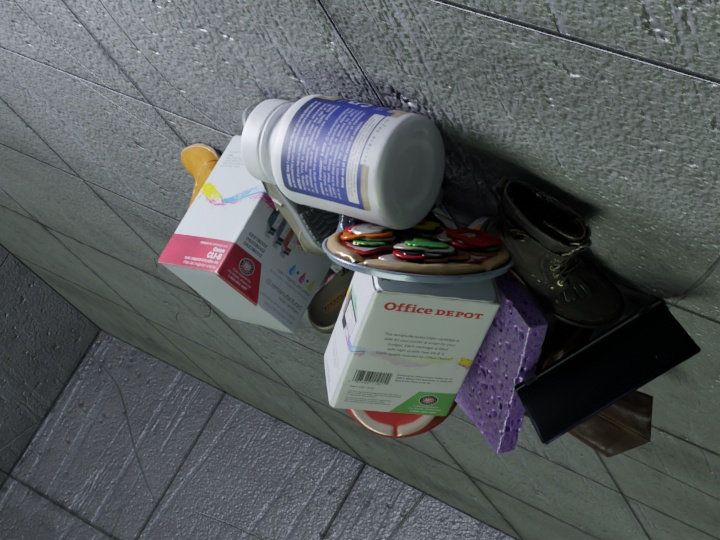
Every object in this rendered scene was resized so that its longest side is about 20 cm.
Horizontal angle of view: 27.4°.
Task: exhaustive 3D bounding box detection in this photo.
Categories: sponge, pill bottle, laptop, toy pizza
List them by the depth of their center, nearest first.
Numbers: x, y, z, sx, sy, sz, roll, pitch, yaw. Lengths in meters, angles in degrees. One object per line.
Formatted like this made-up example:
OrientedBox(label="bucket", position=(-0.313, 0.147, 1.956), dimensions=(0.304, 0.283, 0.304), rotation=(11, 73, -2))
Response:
OrientedBox(label="toy pizza", position=(0.060, -0.028, 1.518), dimensions=(0.199, 0.032, 0.200), rotation=(4, -165, -1))
OrientedBox(label="pill bottle", position=(-0.023, -0.120, 1.543), dimensions=(0.199, 0.120, 0.120), rotation=(16, 160, 35))
OrientedBox(label="laptop", position=(0.277, 0.132, 1.602), dimensions=(0.116, 0.187, 0.200), rotation=(62, -174, 34))
OrientedBox(label="sponge", position=(0.155, 0.102, 1.682), dimensions=(0.112, 0.030, 0.201), rotation=(53, 145, 41))

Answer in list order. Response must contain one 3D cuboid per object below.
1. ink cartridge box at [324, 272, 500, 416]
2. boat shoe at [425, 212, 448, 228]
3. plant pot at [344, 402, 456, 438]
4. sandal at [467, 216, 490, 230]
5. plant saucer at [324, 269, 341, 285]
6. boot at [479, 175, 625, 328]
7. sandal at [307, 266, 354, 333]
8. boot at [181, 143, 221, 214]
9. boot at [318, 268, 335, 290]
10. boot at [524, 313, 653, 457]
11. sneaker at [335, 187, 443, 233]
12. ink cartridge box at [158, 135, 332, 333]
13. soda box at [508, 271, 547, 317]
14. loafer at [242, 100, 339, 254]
OrientedBox(label="ink cartridge box", position=(0.054, 0.066, 1.651), dimensions=(0.144, 0.084, 0.201), rotation=(6, 135, -15))
OrientedBox(label="boat shoe", position=(0.019, -0.062, 1.734), dimensions=(0.200, 0.073, 0.072), rotation=(33, -170, 24))
OrientedBox(label="plant pot", position=(0.053, 0.154, 2.115), dimensions=(0.200, 0.201, 0.177), rotation=(31, -177, 1))
OrientedBox(label="sandal", position=(0.117, 0.019, 1.716), dimensions=(0.079, 0.059, 0.207), rotation=(27, 138, 4))
OrientedBox(label="plant saucer", position=(0.049, 0.048, 2.019), dimensions=(0.200, 0.051, 0.201), rotation=(28, -168, -6))
OrientedBox(label="boot", position=(0.209, -0.015, 1.546), dimensions=(0.199, 0.069, 0.174), rotation=(33, 167, 0))
OrientedBox(label="sandal", position=(0.000, 0.000, 1.796), dimensions=(0.054, 0.200, 0.082), rotation=(24, -145, -47))
OrientedBox(label="boot", position=(-0.217, -0.093, 2.016), dimensions=(0.201, 0.144, 0.071), rotation=(14, 158, 50))
OrientedBox(label="boot", position=(-0.104, -0.028, 2.079), dimensions=(0.200, 0.068, 0.131), rotation=(47, 175, 26))
OrientedBox(label="boot", position=(0.289, 0.125, 1.744), dimensions=(0.199, 0.187, 0.064), rotation=(27, -154, -24))
OrientedBox(label="sneaker", position=(-0.015, -0.095, 1.645), dimensions=(0.199, 0.114, 0.076), rotation=(30, 166, 4))
OrientedBox(label="ink cartridge box", position=(-0.121, -0.050, 1.853), dimensions=(0.145, 0.201, 0.144), rotation=(40, 161, -34))
OrientedBox(label="soda box", position=(0.158, 0.031, 1.813), dimensions=(0.199, 0.068, 0.063), rotation=(31, 167, 1))
OrientedBox(label="loafer", position=(-0.084, -0.100, 1.702), dimensions=(0.201, 0.075, 0.070), rotation=(64, 151, 10))
